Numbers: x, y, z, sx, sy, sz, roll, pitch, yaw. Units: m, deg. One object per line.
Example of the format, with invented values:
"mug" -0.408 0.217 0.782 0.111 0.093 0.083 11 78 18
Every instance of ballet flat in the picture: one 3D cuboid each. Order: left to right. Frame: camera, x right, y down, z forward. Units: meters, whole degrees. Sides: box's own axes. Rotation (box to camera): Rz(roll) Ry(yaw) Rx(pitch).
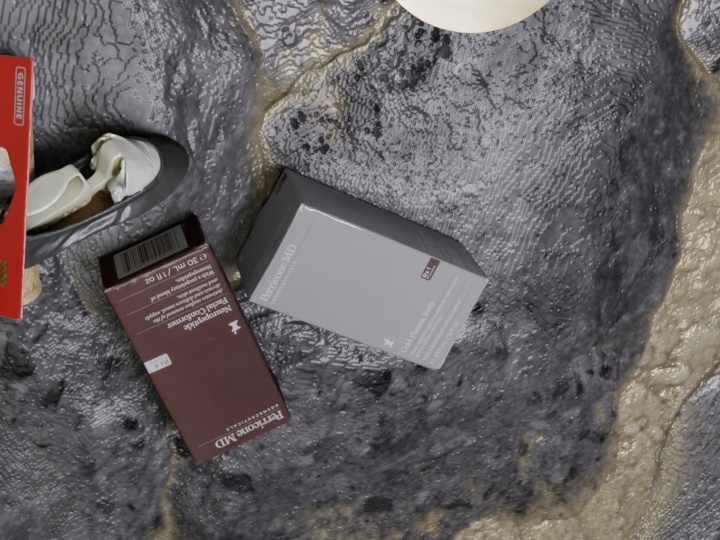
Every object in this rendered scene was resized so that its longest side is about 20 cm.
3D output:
"ballet flat" -0.213 -0.064 0.998 0.200 0.068 0.068 -37 163 -31

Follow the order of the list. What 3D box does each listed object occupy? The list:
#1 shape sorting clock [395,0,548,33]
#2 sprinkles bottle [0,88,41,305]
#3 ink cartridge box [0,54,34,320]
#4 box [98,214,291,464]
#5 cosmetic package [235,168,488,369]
"shape sorting clock" 0.097 -0.299 1.040 0.199 0.039 0.201 -5 114 -12
"sprinkles bottle" -0.298 -0.071 1.017 0.068 0.068 0.201 -2 114 -15
"ink cartridge box" -0.326 -0.069 0.940 0.043 0.173 0.201 -9 107 -56
"box" -0.147 0.064 1.119 0.100 0.075 0.200 -25 120 -4
"cosmetic package" 0.000 0.000 1.123 0.199 0.090 0.107 19 110 -26
